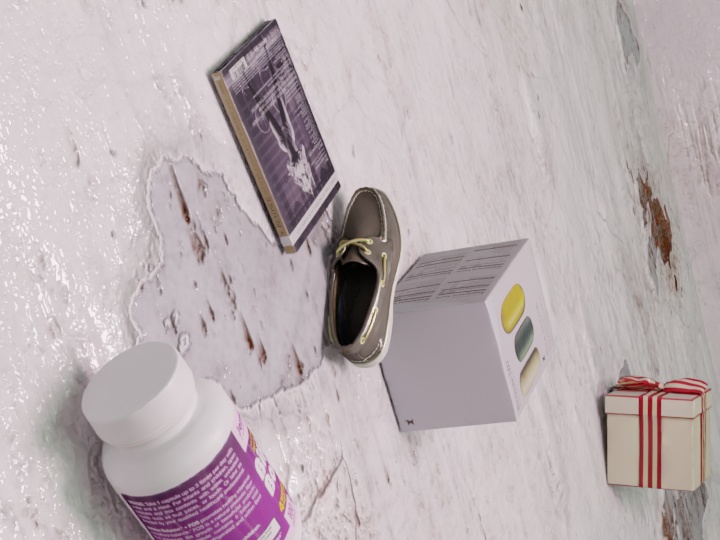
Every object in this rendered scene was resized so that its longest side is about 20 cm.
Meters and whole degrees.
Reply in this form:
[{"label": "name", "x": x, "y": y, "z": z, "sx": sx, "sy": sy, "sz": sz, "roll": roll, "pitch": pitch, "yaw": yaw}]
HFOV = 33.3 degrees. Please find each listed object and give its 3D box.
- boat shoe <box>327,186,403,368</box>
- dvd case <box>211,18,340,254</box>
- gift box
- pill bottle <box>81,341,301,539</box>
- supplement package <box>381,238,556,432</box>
[{"label": "boat shoe", "x": 0.003, "y": 0.000, "z": 1.304, "sx": 0.060, "sy": 0.071, "sz": 0.204, "roll": 36, "pitch": 54, "yaw": -61}, {"label": "dvd case", "x": -0.082, "y": -0.139, "z": 1.239, "sx": 0.202, "sy": 0.016, "sz": 0.149, "roll": 68, "pitch": 28, "yaw": -24}, {"label": "gift box", "x": 0.541, "y": 0.287, "z": 2.198, "sx": 0.200, "sy": 0.182, "sz": 0.189, "roll": -8, "pitch": 98, "yaw": -67}, {"label": "pill bottle", "x": -0.131, "y": 0.155, "z": 0.935, "sx": 0.201, "sy": 0.111, "sz": 0.113, "roll": 63, "pitch": 31, "yaw": -33}, {"label": "supplement package", "x": 0.128, "y": 0.075, "z": 1.443, "sx": 0.200, "sy": 0.149, "sz": 0.153, "roll": -45, "pitch": 122, "yaw": -59}]
